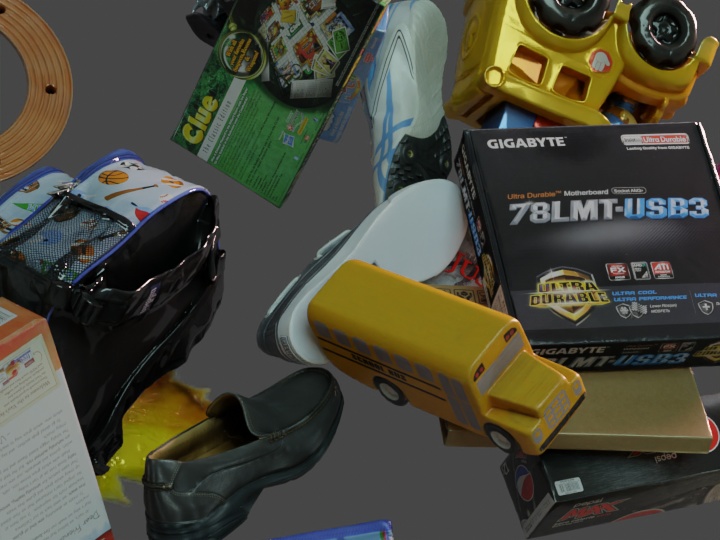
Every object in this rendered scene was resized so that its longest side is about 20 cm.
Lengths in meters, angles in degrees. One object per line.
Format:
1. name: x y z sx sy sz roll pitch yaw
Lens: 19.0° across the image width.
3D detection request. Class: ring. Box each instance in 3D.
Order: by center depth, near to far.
1. ring: -0.321 -0.144 1.649 0.199 0.019 0.201 8 59 -13

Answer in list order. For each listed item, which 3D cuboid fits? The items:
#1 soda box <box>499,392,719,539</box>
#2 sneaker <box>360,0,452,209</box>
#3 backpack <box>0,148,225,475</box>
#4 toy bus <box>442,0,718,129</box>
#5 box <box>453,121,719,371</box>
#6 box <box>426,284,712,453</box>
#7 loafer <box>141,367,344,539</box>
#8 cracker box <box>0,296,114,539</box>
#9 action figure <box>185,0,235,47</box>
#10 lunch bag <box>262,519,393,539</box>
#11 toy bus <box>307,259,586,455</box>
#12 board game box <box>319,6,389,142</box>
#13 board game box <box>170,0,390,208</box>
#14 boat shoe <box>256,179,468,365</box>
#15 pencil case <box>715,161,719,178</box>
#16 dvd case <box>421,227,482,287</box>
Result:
1. soda box: 0.211 0.144 1.610 0.199 0.071 0.064 -8 61 -22
2. sneaker: 0.031 -0.122 1.727 0.072 0.072 0.201 26 60 -44
3. backpack: -0.185 0.013 1.508 0.154 0.201 0.190 34 50 23
4. toy bus: 0.169 -0.140 1.742 0.199 0.136 0.193 21 71 -13
5. box: 0.186 -0.020 1.624 0.199 0.050 0.199 -1 58 -14
6. box: 0.149 0.072 1.599 0.199 0.021 0.164 3 40 -10
7. loafer: -0.079 0.117 1.514 0.072 0.073 0.200 8 34 33
8. cracker box: -0.246 0.138 1.401 0.134 0.201 0.058 -32 34 -31
9. action figure: -0.078 -0.277 1.752 0.069 0.130 0.201 40 53 -31
10. lunch bag: -0.071 0.262 1.454 0.199 0.094 0.151 -4 58 -4
11. toy bus: 0.060 0.060 1.513 0.199 0.078 0.065 21 58 40
12. board game box: -0.003 -0.227 1.719 0.036 0.151 0.201 13 57 -9
13. board game box: -0.063 -0.151 1.629 0.104 0.200 0.023 31 34 2
14. boat shoe: 0.000 0.000 1.633 0.200 0.068 0.072 -45 114 -25
15. pencil case: 0.388 -0.069 1.790 0.199 0.094 0.091 -11 19 -22
16. dvd case: 0.112 0.029 1.680 0.146 0.022 0.200 30 55 2
